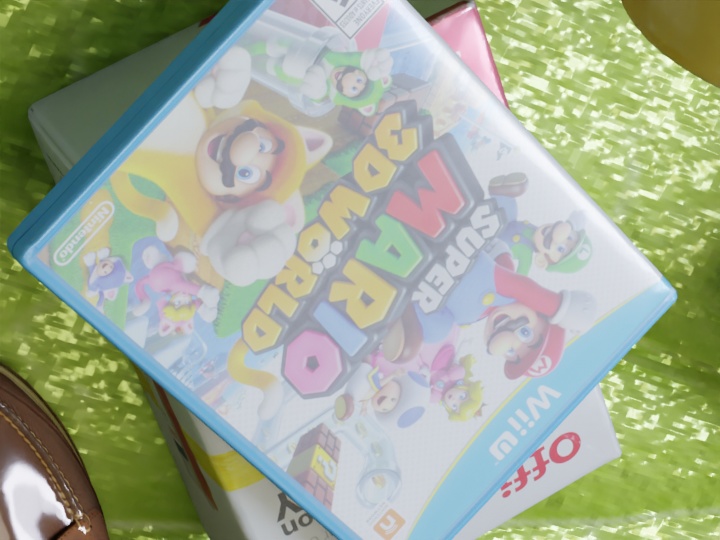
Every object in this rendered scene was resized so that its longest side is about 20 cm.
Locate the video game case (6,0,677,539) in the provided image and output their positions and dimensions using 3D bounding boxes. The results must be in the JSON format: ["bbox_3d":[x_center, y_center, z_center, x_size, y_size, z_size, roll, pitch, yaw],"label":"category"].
[{"bbox_3d":[0.000,0.000,0.887,0.143,0.018,0.200,-47,124,-1],"label":"video game case"}]

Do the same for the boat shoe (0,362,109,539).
[{"bbox_3d":[-0.114,0.117,0.960,0.072,0.068,0.201,-26,122,-12],"label":"boat shoe"}]

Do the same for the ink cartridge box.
[{"bbox_3d":[-0.008,0.007,0.949,0.145,0.083,0.200,-28,123,-12],"label":"ink cartridge box"}]

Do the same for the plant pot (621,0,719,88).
[{"bbox_3d":[0.166,-0.163,0.896,0.200,0.201,0.189,-8,131,-23],"label":"plant pot"}]
